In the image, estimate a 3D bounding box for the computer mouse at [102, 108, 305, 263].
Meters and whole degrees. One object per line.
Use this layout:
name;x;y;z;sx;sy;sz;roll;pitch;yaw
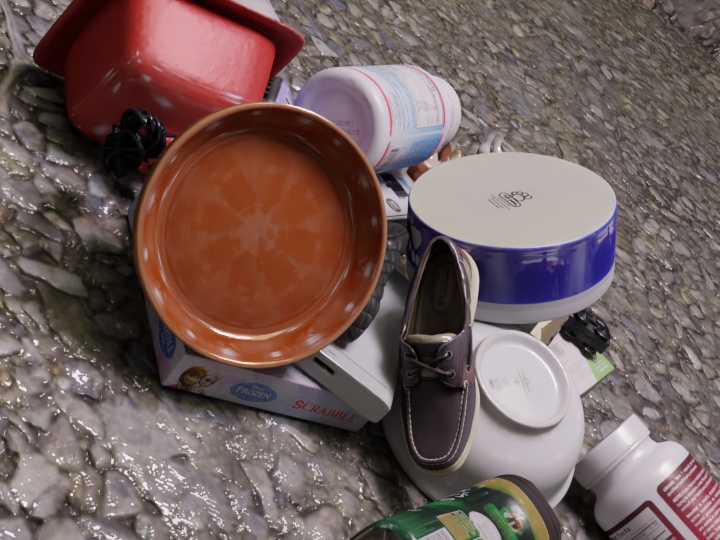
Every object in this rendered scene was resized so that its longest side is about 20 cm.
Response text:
computer mouse;-0.124;-0.044;0.957;0.200;0.138;0.053;36;72;-15

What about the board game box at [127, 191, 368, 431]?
board game box;-0.093;0.032;1.025;0.199;0.041;0.200;19;35;-35

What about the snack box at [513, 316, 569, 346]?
snack box;0.148;0.063;1.181;0.072;0.024;0.200;40;64;0

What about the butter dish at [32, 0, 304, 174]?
butter dish;-0.176;-0.153;1.068;0.199;0.200;0.149;18;59;-34

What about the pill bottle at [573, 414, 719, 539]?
pill bottle;0.299;0.240;1.144;0.200;0.113;0.113;49;29;12

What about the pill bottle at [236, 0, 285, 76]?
pill bottle;-0.160;-0.289;1.306;0.114;0.114;0.201;12;40;-42

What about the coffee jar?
coffee jar;0.067;0.217;0.902;0.199;0.104;0.086;-4;54;-54

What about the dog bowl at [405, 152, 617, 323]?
dog bowl;0.142;-0.036;1.134;0.198;0.079;0.201;-1;31;1

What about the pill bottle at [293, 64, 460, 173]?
pill bottle;0.025;-0.157;1.233;0.109;0.109;0.200;49;29;14

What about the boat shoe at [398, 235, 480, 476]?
boat shoe;0.062;0.067;0.995;0.065;0.071;0.201;46;47;-60

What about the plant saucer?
plant saucer;-0.076;-0.027;0.908;0.199;0.201;0.032;26;-3;-26

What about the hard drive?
hard drive;-0.015;0.033;1.049;0.132;0.027;0.200;38;27;-10

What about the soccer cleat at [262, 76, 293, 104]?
soccer cleat;-0.076;-0.107;1.118;0.073;0.068;0.201;23;37;-18

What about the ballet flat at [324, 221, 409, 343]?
ballet flat;0.000;0.000;1.049;0.066;0.057;0.200;1;22;16

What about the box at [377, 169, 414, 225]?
box;-0.017;-0.072;1.240;0.199;0.060;0.117;-7;54;-54

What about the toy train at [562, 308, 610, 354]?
toy train;0.182;0.015;1.250;0.200;0.034;0.046;39;26;-5

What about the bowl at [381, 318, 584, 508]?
bowl;0.124;0.116;1.062;0.200;0.090;0.202;15;50;-18

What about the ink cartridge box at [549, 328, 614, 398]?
ink cartridge box;0.163;0.062;1.268;0.200;0.067;0.117;49;29;13

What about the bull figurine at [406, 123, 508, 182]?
bull figurine;0.120;-0.100;1.322;0.065;0.122;0.199;7;4;-44
